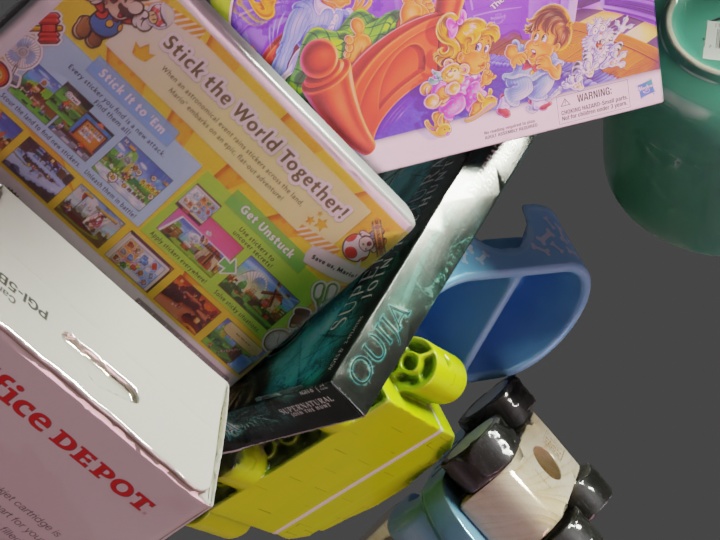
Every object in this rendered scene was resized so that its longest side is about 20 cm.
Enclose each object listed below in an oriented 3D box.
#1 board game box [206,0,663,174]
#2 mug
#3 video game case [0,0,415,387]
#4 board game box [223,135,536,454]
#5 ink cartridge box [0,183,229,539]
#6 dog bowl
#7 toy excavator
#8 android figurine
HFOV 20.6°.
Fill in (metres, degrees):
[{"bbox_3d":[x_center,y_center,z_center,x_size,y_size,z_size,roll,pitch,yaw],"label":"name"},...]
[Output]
[{"bbox_3d":[0.031,-0.120,0.891,0.198,0.045,0.135,-15,122,-5],"label":"board game box"},{"bbox_3d":[0.227,-0.109,1.131,0.184,0.152,0.115,-33,145,-18],"label":"mug"},{"bbox_3d":[-0.104,-0.027,0.872,0.182,0.023,0.200,-40,119,10],"label":"video game case"},{"bbox_3d":[0.000,0.000,0.958,0.135,0.028,0.200,-21,-150,51],"label":"board game box"},{"bbox_3d":[-0.175,0.080,0.856,0.199,0.083,0.147,-35,116,25],"label":"ink cartridge box"},{"bbox_3d":[0.065,0.020,1.204,0.199,0.050,0.112,-5,133,-46],"label":"dog bowl"},{"bbox_3d":[0.057,0.162,1.265,0.200,0.100,0.195,-40,-175,21],"label":"toy excavator"},{"bbox_3d":[-0.019,0.102,1.135,0.181,0.041,0.200,-33,158,12],"label":"android figurine"}]
